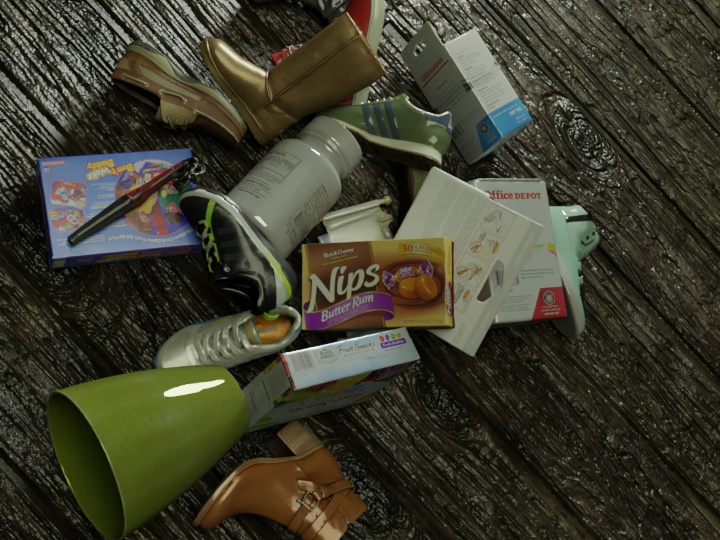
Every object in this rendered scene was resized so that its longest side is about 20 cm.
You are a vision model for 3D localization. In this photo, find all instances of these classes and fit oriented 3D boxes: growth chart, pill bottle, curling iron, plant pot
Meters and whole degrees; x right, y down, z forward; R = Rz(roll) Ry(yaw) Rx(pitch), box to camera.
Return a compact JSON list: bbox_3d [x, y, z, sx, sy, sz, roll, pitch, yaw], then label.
[{"bbox_3d":[0.000,0.000,1.544,0.144,0.018,0.201,-11,78,-18],"label":"growth chart"},{"bbox_3d":[-0.091,-0.111,1.493,0.114,0.114,0.200,43,65,-4],"label":"pill bottle"},{"bbox_3d":[-0.283,-0.090,1.404,0.200,0.050,0.026,-31,119,-18],"label":"curling iron"},{"bbox_3d":[-0.240,0.192,1.323,0.200,0.187,0.188,-23,83,-33],"label":"plant pot"}]

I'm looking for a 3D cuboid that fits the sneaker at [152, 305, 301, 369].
[{"bbox_3d":[-0.170,0.089,1.423,0.199,0.081,0.077,-21,84,-23],"label":"sneaker"}]

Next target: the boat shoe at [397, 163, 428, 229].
[{"bbox_3d":[0.091,-0.096,1.583,0.063,0.073,0.202,4,66,-15],"label":"boat shoe"}]

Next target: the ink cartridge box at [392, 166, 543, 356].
[{"bbox_3d":[0.126,-0.012,1.481,0.173,0.044,0.201,29,94,16],"label":"ink cartridge box"}]

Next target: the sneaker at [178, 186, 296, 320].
[{"bbox_3d":[-0.166,-0.021,1.401,0.200,0.072,0.083,43,57,4],"label":"sneaker"}]

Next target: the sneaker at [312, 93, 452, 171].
[{"bbox_3d":[0.038,-0.210,1.564,0.199,0.067,0.090,20,74,17],"label":"sneaker"}]

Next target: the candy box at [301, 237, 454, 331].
[{"bbox_3d":[0.022,0.020,1.459,0.199,0.056,0.117,-2,83,17],"label":"candy box"}]

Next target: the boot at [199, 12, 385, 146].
[{"bbox_3d":[-0.094,-0.289,1.512,0.200,0.066,0.175,-32,108,11],"label":"boot"}]

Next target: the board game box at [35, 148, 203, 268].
[{"bbox_3d":[-0.310,-0.082,1.440,0.199,0.045,0.135,-6,77,-22],"label":"board game box"}]

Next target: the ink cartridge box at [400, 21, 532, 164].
[{"bbox_3d":[0.153,-0.271,1.632,0.067,0.116,0.200,-30,87,-25],"label":"ink cartridge box"}]

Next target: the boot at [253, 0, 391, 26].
[{"bbox_3d":[-0.055,-0.388,1.618,0.199,0.070,0.132,-21,89,-19],"label":"boot"}]

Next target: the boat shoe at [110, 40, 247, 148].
[{"bbox_3d":[-0.248,-0.224,1.497,0.200,0.076,0.074,35,71,1],"label":"boat shoe"}]

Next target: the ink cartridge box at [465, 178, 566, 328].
[{"bbox_3d":[0.201,-0.023,1.567,0.145,0.083,0.201,-3,81,-37],"label":"ink cartridge box"}]

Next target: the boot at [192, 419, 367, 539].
[{"bbox_3d":[-0.099,0.300,1.393,0.155,0.077,0.200,50,51,5],"label":"boot"}]

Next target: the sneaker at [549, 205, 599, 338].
[{"bbox_3d":[0.321,-0.006,1.641,0.118,0.074,0.201,-12,80,-26],"label":"sneaker"}]

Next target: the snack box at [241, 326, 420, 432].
[{"bbox_3d":[-0.044,0.137,1.396,0.199,0.142,0.053,-9,69,-38],"label":"snack box"}]

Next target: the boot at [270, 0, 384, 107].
[{"bbox_3d":[-0.049,-0.333,1.566,0.144,0.072,0.201,8,102,-16],"label":"boot"}]
